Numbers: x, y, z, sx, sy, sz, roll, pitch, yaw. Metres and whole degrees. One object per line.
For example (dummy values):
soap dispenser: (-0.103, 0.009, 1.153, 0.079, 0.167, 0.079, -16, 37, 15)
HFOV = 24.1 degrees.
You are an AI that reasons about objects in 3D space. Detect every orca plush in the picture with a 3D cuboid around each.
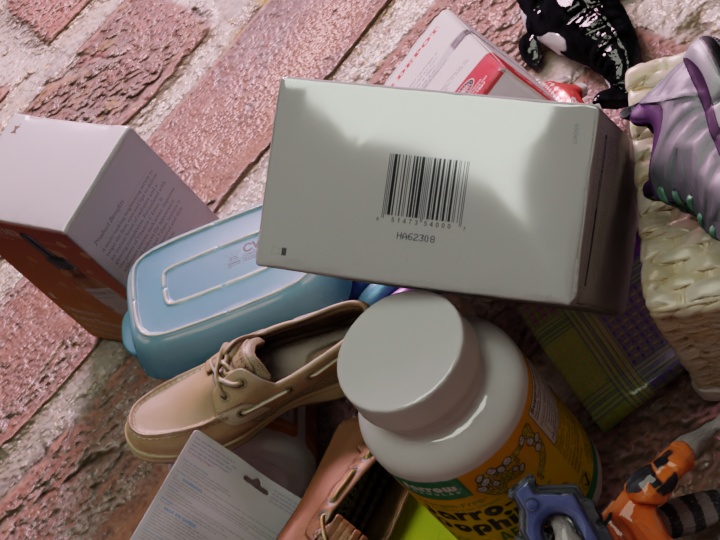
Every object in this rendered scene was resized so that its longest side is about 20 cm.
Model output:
orca plush: (0.169, -0.207, 1.380, 0.105, 0.071, 0.200, -26, 46, 17)

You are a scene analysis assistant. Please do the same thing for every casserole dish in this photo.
casserole dish: (-0.098, 0.007, 1.269, 0.200, 0.039, 0.121, -20, 50, 10)

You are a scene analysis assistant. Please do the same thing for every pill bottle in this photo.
pill bottle: (0.068, 0.097, 1.058, 0.113, 0.200, 0.113, -16, 51, 21)
pill bottle: (-0.089, 0.079, 1.310, 0.112, 0.112, 0.200, -20, 47, 22)

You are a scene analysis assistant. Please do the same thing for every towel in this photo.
towel: (0.222, 0.013, 1.205, 0.200, 0.023, 0.144, -37, 44, 6)

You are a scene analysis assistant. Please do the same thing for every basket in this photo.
basket: (0.281, -0.042, 1.077, 0.200, 0.161, 0.198, -13, 61, 24)

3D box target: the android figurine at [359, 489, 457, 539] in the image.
android figurine: (0.071, 0.191, 1.160, 0.182, 0.041, 0.200, -4, 54, 34)

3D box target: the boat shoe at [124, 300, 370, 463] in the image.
boat shoe: (-0.079, 0.073, 1.196, 0.200, 0.065, 0.071, -23, 51, -3)

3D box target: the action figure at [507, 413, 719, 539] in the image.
action figure: (0.171, 0.198, 1.041, 0.193, 0.200, 0.105, -21, 4, -3)

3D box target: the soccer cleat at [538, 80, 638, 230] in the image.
soccer cleat: (0.154, -0.084, 1.279, 0.085, 0.069, 0.200, -22, 37, -5)

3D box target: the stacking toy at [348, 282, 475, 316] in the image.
stacking toy: (0.000, 0.000, 1.303, 0.085, 0.085, 0.200, -43, 55, -1)

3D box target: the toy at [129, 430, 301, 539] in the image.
toy: (-0.117, 0.223, 1.144, 0.047, 0.115, 0.200, -42, 16, 54)

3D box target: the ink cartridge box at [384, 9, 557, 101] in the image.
ink cartridge box: (0.071, -0.103, 1.294, 0.144, 0.084, 0.200, -52, 21, 11)

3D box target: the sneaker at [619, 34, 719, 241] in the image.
sneaker: (0.215, -0.039, 0.983, 0.088, 0.074, 0.200, -39, 46, 31)

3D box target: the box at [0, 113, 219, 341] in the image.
box: (-0.211, -0.027, 1.418, 0.152, 0.200, 0.106, 10, 63, 41)

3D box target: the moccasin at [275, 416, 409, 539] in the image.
moccasin: (-0.009, 0.190, 1.141, 0.078, 0.074, 0.201, -6, 43, 43)

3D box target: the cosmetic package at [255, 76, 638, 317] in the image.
cosmetic package: (0.066, -0.044, 1.081, 0.199, 0.200, 0.123, 7, 88, 17)
